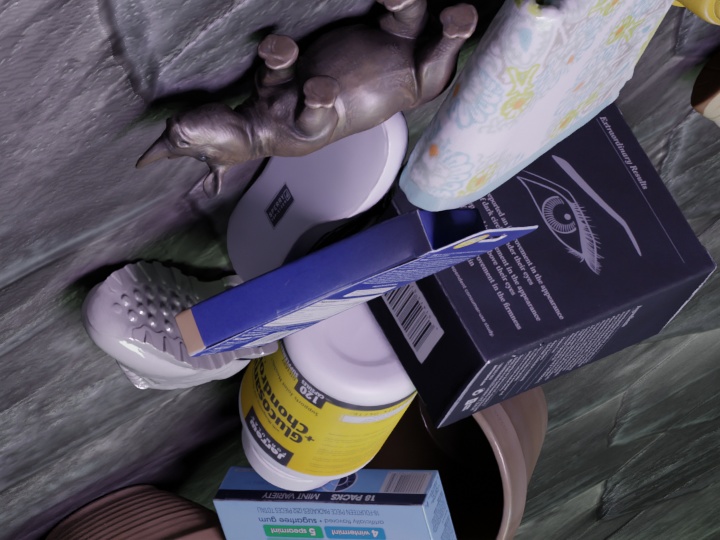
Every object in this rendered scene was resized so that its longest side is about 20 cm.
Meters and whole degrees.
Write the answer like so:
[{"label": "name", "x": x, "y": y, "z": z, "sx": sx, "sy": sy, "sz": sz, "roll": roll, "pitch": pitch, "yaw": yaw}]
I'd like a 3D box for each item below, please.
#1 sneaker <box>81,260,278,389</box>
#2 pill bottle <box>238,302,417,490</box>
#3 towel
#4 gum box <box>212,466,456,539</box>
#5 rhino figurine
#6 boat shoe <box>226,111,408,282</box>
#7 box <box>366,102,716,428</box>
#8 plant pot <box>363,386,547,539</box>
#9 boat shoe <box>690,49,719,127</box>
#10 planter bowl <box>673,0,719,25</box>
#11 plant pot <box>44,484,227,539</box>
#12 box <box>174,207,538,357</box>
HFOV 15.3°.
[{"label": "sneaker", "x": -0.127, "y": 0.045, "z": 1.696, "sx": 0.080, "sy": 0.077, "sz": 0.200, "roll": -26, "pitch": 164, "yaw": 20}, {"label": "pill bottle", "x": -0.023, "y": 0.080, "z": 1.882, "sx": 0.112, "sy": 0.112, "sz": 0.200, "roll": -21, "pitch": 160, "yaw": -26}, {"label": "towel", "x": 0.116, "y": -0.131, "z": 1.532, "sx": 0.200, "sy": 0.048, "sz": 0.171, "roll": -36, "pitch": 161, "yaw": -42}, {"label": "gum box", "x": -0.003, "y": 0.237, "z": 2.012, "sx": 0.169, "sy": 0.201, "sz": 0.045, "roll": -1, "pitch": -145, "yaw": 23}, {"label": "rhino figurine", "x": -0.031, "y": -0.095, "z": 1.469, "sx": 0.199, "sy": 0.060, "sz": 0.087, "roll": -25, "pitch": 164, "yaw": -8}, {"label": "boat shoe", "x": -0.011, "y": -0.051, "z": 1.604, "sx": 0.068, "sy": 0.072, "sz": 0.200, "roll": -15, "pitch": 160, "yaw": -33}, {"label": "box", "x": 0.111, "y": -0.007, "z": 1.792, "sx": 0.199, "sy": 0.148, "sz": 0.104, "roll": -20, "pitch": 160, "yaw": -28}, {"label": "plant pot", "x": 0.061, "y": 0.133, "z": 2.084, "sx": 0.200, "sy": 0.200, "sz": 0.173, "roll": -41, "pitch": 176, "yaw": 33}, {"label": "boat shoe", "x": 0.312, "y": -0.155, "z": 1.804, "sx": 0.200, "sy": 0.063, "sz": 0.073, "roll": -35, "pitch": -155, "yaw": 40}, {"label": "planter bowl", "x": 0.293, "y": -0.194, "z": 1.672, "sx": 0.200, "sy": 0.084, "sz": 0.200, "roll": -27, "pitch": 163, "yaw": -9}, {"label": "plant pot", "x": -0.182, "y": 0.231, "z": 2.080, "sx": 0.200, "sy": 0.093, "sz": 0.201, "roll": -26, "pitch": 162, "yaw": -9}, {"label": "box", "x": 0.000, "y": 0.000, "z": 1.602, "sx": 0.199, "sy": 0.033, "sz": 0.121, "roll": -22, "pitch": 174, "yaw": 19}]
